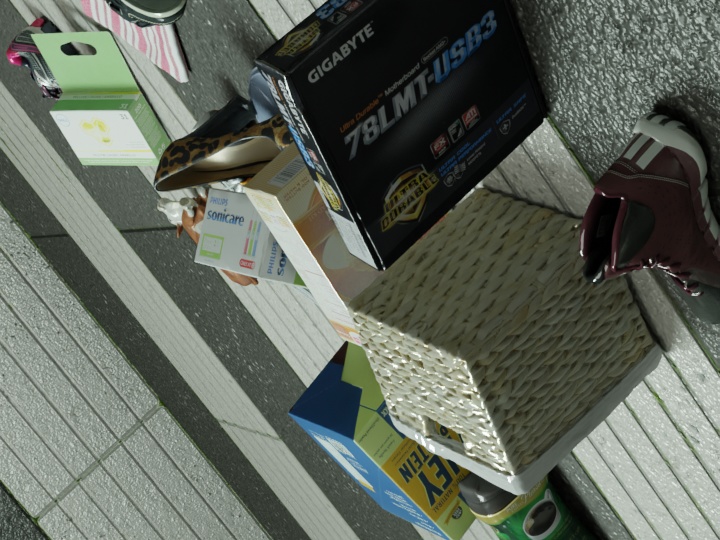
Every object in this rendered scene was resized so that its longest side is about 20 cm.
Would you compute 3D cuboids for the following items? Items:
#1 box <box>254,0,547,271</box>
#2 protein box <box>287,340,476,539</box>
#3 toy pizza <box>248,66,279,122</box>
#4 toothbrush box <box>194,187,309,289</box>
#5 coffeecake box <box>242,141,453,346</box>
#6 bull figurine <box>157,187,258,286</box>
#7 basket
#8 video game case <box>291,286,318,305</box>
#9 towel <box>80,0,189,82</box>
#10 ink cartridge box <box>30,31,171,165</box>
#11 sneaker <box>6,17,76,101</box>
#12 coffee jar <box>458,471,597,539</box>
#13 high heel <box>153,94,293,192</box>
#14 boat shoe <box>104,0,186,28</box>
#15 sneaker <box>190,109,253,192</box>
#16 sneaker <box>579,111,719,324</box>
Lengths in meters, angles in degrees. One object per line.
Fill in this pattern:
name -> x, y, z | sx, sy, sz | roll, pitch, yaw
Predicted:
box -> 0.038, -0.136, 1.156 | 0.049, 0.200, 0.200 | 30, 154, 44
protein box -> 0.051, 0.207, 1.893 | 0.200, 0.135, 0.198 | 46, 165, -23
toy pizza -> -0.043, -0.141, 1.610 | 0.200, 0.032, 0.201 | 41, 160, 18
toothbrush box -> -0.052, -0.024, 1.606 | 0.198, 0.087, 0.145 | 13, 179, -35
coffeecake box -> 0.003, -0.048, 1.492 | 0.073, 0.153, 0.201 | 19, 147, 57
bull figurine -> -0.208, -0.060, 2.102 | 0.199, 0.065, 0.122 | 40, 164, 22
basket -> 0.123, 0.058, 1.362 | 0.197, 0.200, 0.162 | 22, 147, 52
video game case -> -0.066, 0.013, 1.922 | 0.199, 0.023, 0.182 | 33, 173, 40
towel -> -0.288, -0.317, 1.823 | 0.199, 0.030, 0.147 | 37, 160, 31
ink cartridge box -> -0.359, -0.230, 2.057 | 0.144, 0.048, 0.201 | 4, 140, 31
sneaker -> -0.418, -0.264, 2.161 | 0.200, 0.075, 0.081 | 45, 161, 9
coffee jar -> 0.206, 0.301, 1.819 | 0.201, 0.104, 0.085 | 55, 163, -18
high heel -> -0.122, -0.104, 1.583 | 0.199, 0.142, 0.072 | 29, 154, 44
boat shoe -> -0.240, -0.301, 1.660 | 0.199, 0.074, 0.067 | 35, 151, 43
sneaker -> -0.134, -0.117, 1.810 | 0.077, 0.078, 0.200 | 32, 166, 42
sneaker -> 0.215, -0.011, 1.135 | 0.075, 0.115, 0.201 | 25, 151, 49
